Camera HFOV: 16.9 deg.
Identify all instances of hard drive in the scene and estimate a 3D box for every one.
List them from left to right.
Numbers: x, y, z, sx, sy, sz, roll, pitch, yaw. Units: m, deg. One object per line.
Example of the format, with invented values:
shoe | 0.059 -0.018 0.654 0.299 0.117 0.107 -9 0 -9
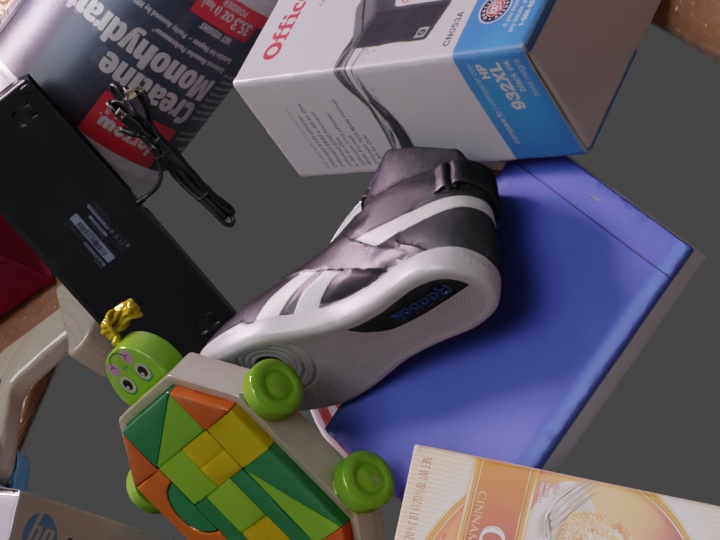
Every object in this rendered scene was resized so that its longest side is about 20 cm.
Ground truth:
hard drive | 0.078 0.040 1.282 0.132 0.025 0.200 40 100 40

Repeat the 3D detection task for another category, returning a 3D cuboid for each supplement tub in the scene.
supplement tub | -0.147 -0.137 1.484 0.200 0.140 0.140 -51 50 12

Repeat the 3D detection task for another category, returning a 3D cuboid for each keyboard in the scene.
keyboard | -0.138 -0.035 1.429 0.127 0.200 0.021 -34 14 25

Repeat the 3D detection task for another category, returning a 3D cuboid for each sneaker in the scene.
sneaker | 0.000 0.000 1.313 0.200 0.073 0.112 -23 43 35

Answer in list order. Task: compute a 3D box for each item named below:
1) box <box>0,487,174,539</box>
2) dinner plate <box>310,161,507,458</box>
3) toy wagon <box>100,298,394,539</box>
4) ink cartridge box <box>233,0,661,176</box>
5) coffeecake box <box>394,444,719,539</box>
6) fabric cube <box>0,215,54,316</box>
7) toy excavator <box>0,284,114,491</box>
box | -0.172 0.235 1.354 0.041 0.156 0.200 -1 72 36
dinner plate | 0.051 0.027 1.341 0.200 0.024 0.200 -15 66 35
toy wagon | -0.075 0.102 1.318 0.155 0.200 0.040 -40 6 49
ink cartridge box | 0.050 -0.135 1.332 0.200 0.084 0.145 -3 48 39
coffeecake box | 0.112 0.180 1.169 0.200 0.073 0.154 9 83 28
fabric cube | -0.352 -0.047 1.579 0.199 0.200 0.196 -34 54 22
toy excavator | -0.240 0.113 1.505 0.194 0.100 0.200 -15 56 33
